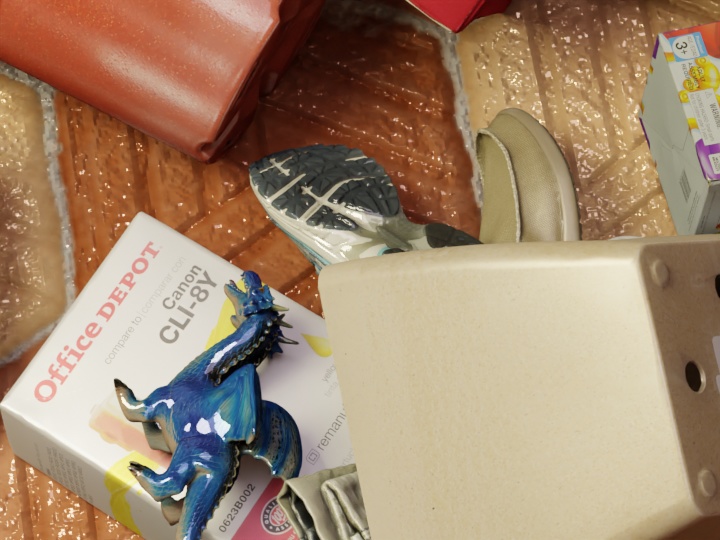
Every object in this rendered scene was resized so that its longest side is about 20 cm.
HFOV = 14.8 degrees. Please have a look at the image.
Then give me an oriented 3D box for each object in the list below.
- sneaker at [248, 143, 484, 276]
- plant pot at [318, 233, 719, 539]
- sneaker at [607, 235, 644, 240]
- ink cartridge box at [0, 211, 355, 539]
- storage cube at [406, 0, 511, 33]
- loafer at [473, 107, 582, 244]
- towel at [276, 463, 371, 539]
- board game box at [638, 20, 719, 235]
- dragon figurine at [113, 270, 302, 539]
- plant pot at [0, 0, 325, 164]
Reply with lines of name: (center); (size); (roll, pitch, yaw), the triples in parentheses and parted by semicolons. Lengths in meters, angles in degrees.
sneaker: (0.000, 0.000, 1.587); (0.078, 0.086, 0.200); (-20, 43, -31)
plant pot: (0.125, 0.069, 1.410); (0.200, 0.177, 0.200); (-3, 77, -49)
sneaker: (0.230, 0.012, 1.599); (0.200, 0.075, 0.089); (20, 55, 0)
ink cartridge box: (-0.080, 0.083, 1.543); (0.200, 0.083, 0.145); (31, 70, 11)
storage cube: (0.054, -0.262, 1.603); (0.200, 0.171, 0.180); (38, 105, 3)
loafer: (0.093, -0.001, 1.589); (0.067, 0.076, 0.200); (-9, 67, -12)
towel: (0.065, 0.177, 1.463); (0.200, 0.035, 0.193); (-11, 70, -49)
board game box: (0.277, -0.092, 1.619); (0.200, 0.105, 0.103); (-12, 66, -7)
dragon figurine: (-0.068, 0.086, 1.443); (0.099, 0.059, 0.200); (-22, 45, 8)
plant pot: (-0.129, -0.174, 1.607); (0.195, 0.201, 0.201); (32, 69, 3)
